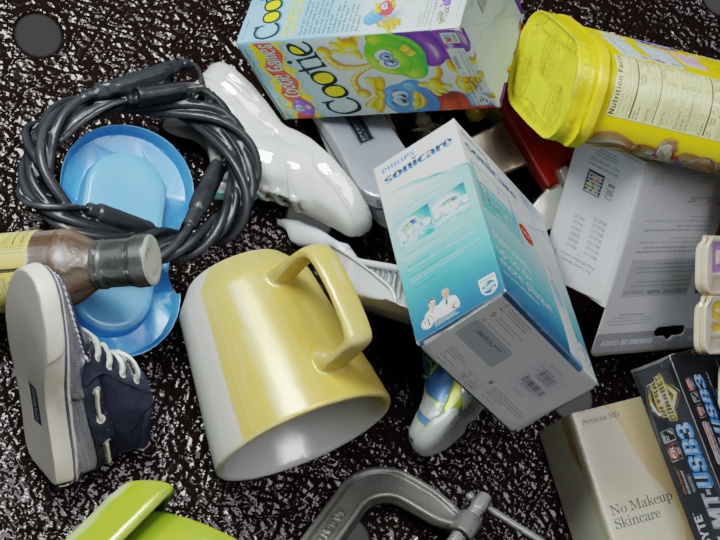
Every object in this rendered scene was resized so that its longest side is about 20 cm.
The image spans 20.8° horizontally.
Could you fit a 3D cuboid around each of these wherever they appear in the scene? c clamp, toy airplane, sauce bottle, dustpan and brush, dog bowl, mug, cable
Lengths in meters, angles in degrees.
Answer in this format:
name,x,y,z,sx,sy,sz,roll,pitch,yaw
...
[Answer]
name,x,y,z,sx,sy,sz,roll,pitch,yaw
c clamp,0.035,0.237,1.583,0.171,0.027,0.200,34,57,17
toy airplane,0.148,-0.131,1.728,0.200,0.141,0.200,16,99,-18
sauce bottle,-0.253,0.001,1.521,0.200,0.065,0.065,-3,70,16
dustpan and brush,0.000,0.000,1.622,0.139,0.200,0.057,25,81,-53
dog bowl,-0.201,-0.019,1.606,0.111,0.050,0.200,11,70,-15
mug,-0.058,0.059,1.571,0.186,0.149,0.153,-31,70,19
cable,-0.181,-0.078,1.585,0.200,0.051,0.163,-23,86,-27

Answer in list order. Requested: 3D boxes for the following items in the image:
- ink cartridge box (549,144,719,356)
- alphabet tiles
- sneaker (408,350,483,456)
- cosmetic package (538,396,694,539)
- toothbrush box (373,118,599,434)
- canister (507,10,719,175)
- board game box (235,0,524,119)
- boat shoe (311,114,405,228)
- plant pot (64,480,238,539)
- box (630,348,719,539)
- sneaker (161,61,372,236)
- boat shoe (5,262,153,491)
name,x,y,z,sx,sy,sz,roll,pitch,yaw
ink cartridge box,0.259,-0.025,1.698,0.200,0.084,0.176,-1,113,-42
alphabet tiles,0.342,0.022,1.671,0.200,0.015,0.196,1,90,-49
sneaker,0.075,0.061,1.675,0.105,0.076,0.200,31,64,13
cosmetic package,0.236,0.212,1.668,0.105,0.071,0.200,-13,77,-23
toothbrush box,0.096,0.004,1.546,0.146,0.085,0.200,44,22,-39
canister,0.237,-0.138,1.593,0.200,0.149,0.087,12,108,-17
board game box,0.018,-0.199,1.618,0.200,0.103,0.105,-1,55,26
boat shoe,-0.006,-0.120,1.699,0.073,0.065,0.200,-15,56,-5
plant pot,-0.162,0.278,1.443,0.181,0.200,0.199,42,64,6
box,0.332,0.159,1.686,0.198,0.050,0.200,-9,75,-50
sneaker,-0.081,-0.082,1.659,0.200,0.075,0.088,41,74,15
boat shoe,-0.213,0.070,1.512,0.093,0.200,0.075,-21,42,-28
